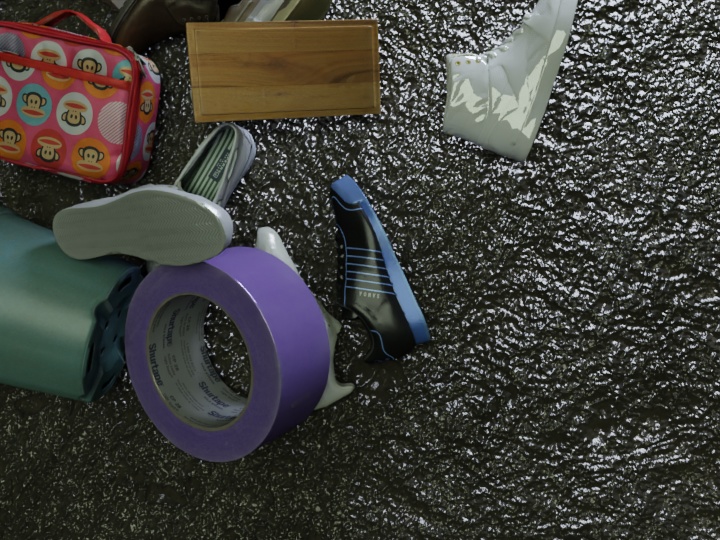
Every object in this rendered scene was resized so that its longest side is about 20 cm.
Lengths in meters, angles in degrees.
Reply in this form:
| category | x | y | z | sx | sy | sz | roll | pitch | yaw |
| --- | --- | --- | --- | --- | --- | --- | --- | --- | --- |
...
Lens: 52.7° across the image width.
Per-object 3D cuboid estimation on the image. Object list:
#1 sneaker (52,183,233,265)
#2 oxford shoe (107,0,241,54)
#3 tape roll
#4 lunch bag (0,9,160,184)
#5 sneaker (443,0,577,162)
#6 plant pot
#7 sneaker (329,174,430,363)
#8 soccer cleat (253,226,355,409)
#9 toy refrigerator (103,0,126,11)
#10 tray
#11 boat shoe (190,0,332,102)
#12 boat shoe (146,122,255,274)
| category | x | y | z | sx | sy | sz | roll | pitch | yaw |
| --- | --- | --- | --- | --- | --- | --- | --- | --- | --- |
| sneaker | -0.186 | -0.055 | 0.708 | 0.199 | 0.116 | 0.074 | 3 | 110 | 26 |
| oxford shoe | -0.198 | -0.296 | 0.827 | 0.199 | 0.073 | 0.085 | -34 | 82 | 3 |
| tape roll | -0.135 | 0.081 | 0.727 | 0.199 | 0.085 | 0.201 | 6 | 102 | 31 |
| lunch bag | -0.325 | -0.197 | 0.809 | 0.199 | 0.082 | 0.177 | 14 | 100 | 8 |
| sneaker | 0.151 | -0.227 | 0.765 | 0.115 | 0.074 | 0.201 | 19 | 87 | 6 |
| plant pot | -0.344 | 0.038 | 0.756 | 0.195 | 0.200 | 0.201 | 18 | 86 | 2 |
| sneaker | 0.000 | 0.000 | 0.767 | 0.078 | 0.070 | 0.201 | -25 | 82 | -3 |
| soccer cleat | -0.063 | 0.047 | 0.776 | 0.077 | 0.069 | 0.201 | -16 | 89 | 0 |
| toy refrigerator | -0.260 | -0.412 | 0.847 | 0.070 | 0.076 | 0.201 | 34 | 89 | 10 |
| tray | -0.079 | -0.212 | 0.771 | 0.199 | 0.037 | 0.099 | -6 | 105 | -14 |
| boat shoe | -0.121 | -0.259 | 0.818 | 0.200 | 0.075 | 0.068 | -45 | 67 | -1 |
| boat shoe | -0.187 | -0.076 | 0.802 | 0.073 | 0.067 | 0.201 | 24 | 87 | 10 |
